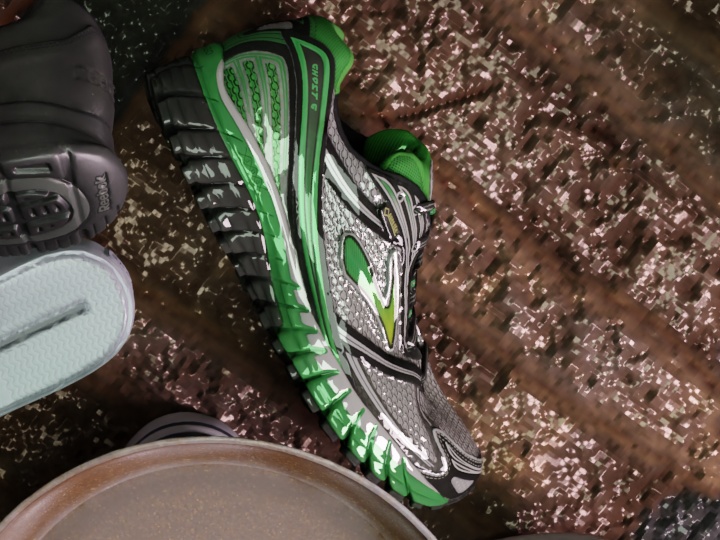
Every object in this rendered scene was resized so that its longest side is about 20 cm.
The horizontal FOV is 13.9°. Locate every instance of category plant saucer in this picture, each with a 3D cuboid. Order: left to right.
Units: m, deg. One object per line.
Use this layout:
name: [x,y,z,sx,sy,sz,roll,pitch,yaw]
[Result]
plant saucer: [-0.052,0.148,1.060,0.200,0.032,0.201,0,108,1]

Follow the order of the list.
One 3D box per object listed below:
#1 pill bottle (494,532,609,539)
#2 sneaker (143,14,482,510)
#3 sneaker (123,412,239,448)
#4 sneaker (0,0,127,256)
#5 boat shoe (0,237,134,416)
pill bottle: [0.080,0.214,1.152,0.114,0.114,0.200,-18,110,-3]
sneaker: [0.000,0.000,1.083,0.085,0.078,0.200,-27,111,-1]
sneaker: [-0.096,0.155,1.120,0.078,0.079,0.200,18,106,-16]
sneaker: [-0.175,-0.047,1.041,0.199,0.091,0.076,-6,151,11]
boat shoe: [-0.177,0.042,1.067,0.200,0.067,0.074,-19,105,-9]
